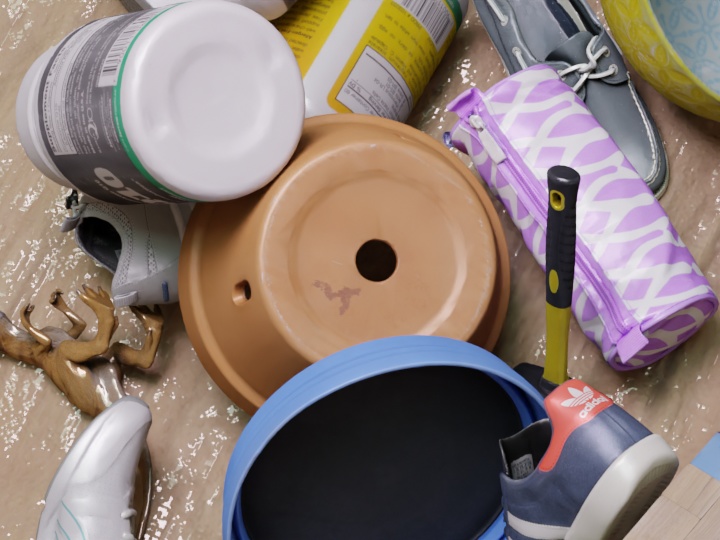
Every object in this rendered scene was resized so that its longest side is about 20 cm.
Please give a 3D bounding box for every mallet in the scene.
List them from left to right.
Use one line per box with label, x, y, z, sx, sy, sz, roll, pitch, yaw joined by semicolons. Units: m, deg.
mallet;0.122;0.027;1.473;0.066;0.200;0.041;29;49;21

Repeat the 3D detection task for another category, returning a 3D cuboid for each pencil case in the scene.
pencil case;0.132;-0.034;1.546;0.084;0.085;0.200;-44;68;22

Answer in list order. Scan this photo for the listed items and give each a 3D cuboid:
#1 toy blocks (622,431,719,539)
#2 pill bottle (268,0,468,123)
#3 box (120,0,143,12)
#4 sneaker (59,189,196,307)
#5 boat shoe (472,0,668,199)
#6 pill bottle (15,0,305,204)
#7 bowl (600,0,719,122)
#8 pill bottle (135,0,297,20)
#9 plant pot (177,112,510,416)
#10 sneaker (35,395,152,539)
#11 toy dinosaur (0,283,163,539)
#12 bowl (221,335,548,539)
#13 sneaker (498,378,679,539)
toy blocks;0.190;0.162;1.385;0.100;0.200;0.137;31;60;25
pill bottle;-0.022;-0.118;1.639;0.113;0.113;0.200;19;67;24
box;-0.107;-0.280;1.744;0.199;0.131;0.200;-34;59;-7
sneaker;-0.158;-0.051;1.634;0.082;0.075;0.200;-18;42;-19
boat shoe;0.128;-0.128;1.614;0.073;0.062;0.200;-29;75;-5
pill bottle;-0.123;-0.095;1.503;0.113;0.113;0.200;-52;22;-17
bowl;0.214;-0.177;1.601;0.108;0.200;0.200;-17;45;54
pill bottle;-0.057;-0.227;1.589;0.200;0.114;0.114;-44;59;-3
plant pot;0.000;0.000;1.498;0.200;0.140;0.200;1;85;-10
sneaker;-0.158;0.173;1.525;0.080;0.070;0.201;22;85;9
toy dinosaur;-0.162;0.071;1.607;0.200;0.060;0.106;42;113;27
bowl;0.017;0.123;1.443;0.200;0.201;0.039;-25;37;-1
sneaker;0.103;0.134;1.416;0.075;0.200;0.085;-27;64;-41
